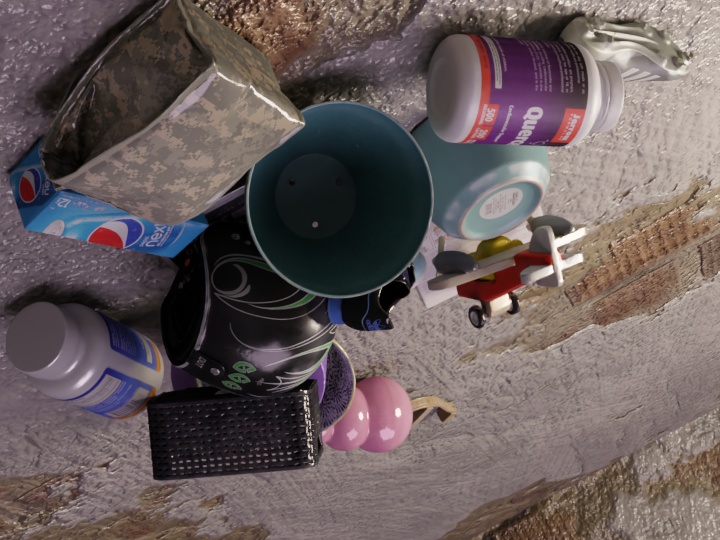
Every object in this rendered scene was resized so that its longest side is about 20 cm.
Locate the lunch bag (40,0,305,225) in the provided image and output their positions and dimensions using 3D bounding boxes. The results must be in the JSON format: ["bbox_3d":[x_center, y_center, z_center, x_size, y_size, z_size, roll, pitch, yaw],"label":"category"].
[{"bbox_3d":[-0.180,-0.133,1.106,0.200,0.118,0.164,-39,153,15],"label":"lunch bag"}]

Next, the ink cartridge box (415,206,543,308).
[{"bbox_3d":[0.148,-0.058,1.632,0.198,0.045,0.177,-26,132,-1],"label":"ink cartridge box"}]

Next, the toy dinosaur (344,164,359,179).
[{"bbox_3d":[-0.011,-0.054,1.435,0.101,0.058,0.202,-26,132,-51],"label":"toy dinosaur"}]

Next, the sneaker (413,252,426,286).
[{"bbox_3d":[0.000,0.000,1.527,0.198,0.075,0.082,-8,170,-19],"label":"sneaker"}]

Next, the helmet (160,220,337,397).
[{"bbox_3d":[-0.116,0.046,1.378,0.189,0.202,0.200,9,140,-28],"label":"helmet"}]

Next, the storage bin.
[{"bbox_3d":[-0.149,0.190,1.461,0.198,0.095,0.135,-4,-179,3],"label":"storage bin"}]

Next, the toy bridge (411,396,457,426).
[{"bbox_3d":[0.106,0.258,2.203,0.199,0.027,0.067,1,141,-44],"label":"toy bridge"}]

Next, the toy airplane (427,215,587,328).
[{"bbox_3d":[0.189,-0.022,1.549,0.198,0.142,0.200,-26,171,16],"label":"toy airplane"}]

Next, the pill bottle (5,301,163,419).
[{"bbox_3d":[-0.326,0.103,1.421,0.111,0.113,0.200,-30,153,10],"label":"pill bottle"}]

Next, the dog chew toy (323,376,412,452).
[{"bbox_3d":[-0.016,0.238,1.957,0.198,0.125,0.125,-2,146,-26],"label":"dog chew toy"}]

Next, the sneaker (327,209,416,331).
[{"bbox_3d":[0.033,-0.017,1.367,0.077,0.201,0.070,9,152,24],"label":"sneaker"}]

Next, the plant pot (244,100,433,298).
[{"bbox_3d":[-0.036,-0.079,1.295,0.198,0.202,0.135,-20,-170,-12],"label":"plant pot"}]

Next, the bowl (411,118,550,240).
[{"bbox_3d":[0.148,-0.111,1.450,0.199,0.106,0.201,-19,151,-11],"label":"bowl"}]

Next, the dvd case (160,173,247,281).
[{"bbox_3d":[-0.155,-0.039,1.411,0.149,0.025,0.200,-28,155,3],"label":"dvd case"}]

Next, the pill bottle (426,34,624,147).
[{"bbox_3d":[0.177,-0.190,1.288,0.198,0.113,0.113,0,147,-19],"label":"pill bottle"}]

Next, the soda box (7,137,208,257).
[{"bbox_3d":[-0.251,-0.070,1.215,0.064,0.068,0.199,-39,152,26],"label":"soda box"}]

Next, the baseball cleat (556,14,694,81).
[{"bbox_3d":[0.292,-0.245,1.403,0.198,0.070,0.106,8,146,-35],"label":"baseball cleat"}]

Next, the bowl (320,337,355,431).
[{"bbox_3d":[-0.104,0.125,1.647,0.198,0.095,0.203,1,122,2],"label":"bowl"}]

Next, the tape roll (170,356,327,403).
[{"bbox_3d":[-0.142,0.121,1.553,0.198,0.066,0.202,0,123,0],"label":"tape roll"}]
